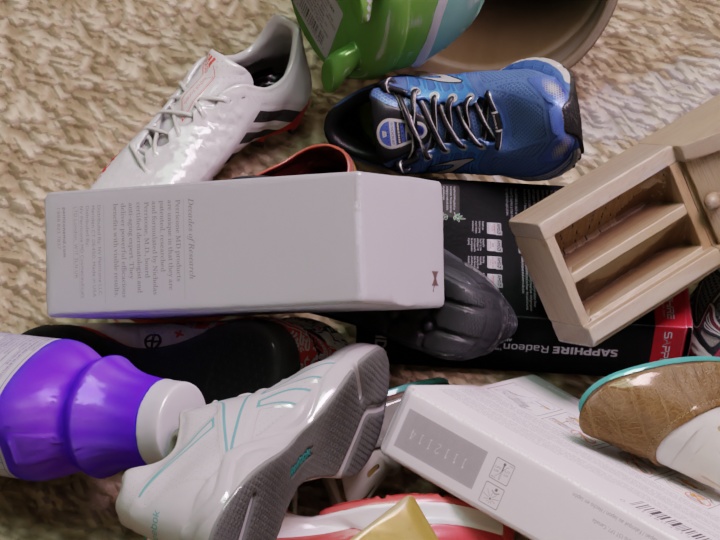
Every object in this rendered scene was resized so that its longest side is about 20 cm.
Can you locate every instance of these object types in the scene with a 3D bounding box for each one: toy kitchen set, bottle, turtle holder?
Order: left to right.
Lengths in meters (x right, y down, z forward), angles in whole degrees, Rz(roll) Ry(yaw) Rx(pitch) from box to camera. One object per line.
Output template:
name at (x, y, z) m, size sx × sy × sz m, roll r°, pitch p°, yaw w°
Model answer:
bottle at (-0.177, 0.075, 1.232) m, size 0.199 × 0.066 × 0.084 m, roll 4°, pitch 33°, yaw 30°
turtle holder at (0.020, -0.213, 1.407) m, size 0.131 × 0.187 × 0.141 m, roll -18°, pitch 36°, yaw -25°
toy kitchen set at (0.229, 0.008, 1.253) m, size 0.180 × 0.164 × 0.200 m, roll -30°, pitch 15°, yaw -20°

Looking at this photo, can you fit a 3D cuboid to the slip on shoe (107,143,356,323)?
slip on shoe at (-0.076, -0.018, 1.382) m, size 0.199 × 0.061 × 0.074 m, roll -33°, pitch 55°, yaw -32°

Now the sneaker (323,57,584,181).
sneaker at (0.055, -0.086, 1.402) m, size 0.089 × 0.079 × 0.199 m, roll -17°, pitch 11°, yaw -41°

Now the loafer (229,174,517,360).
loafer at (0.000, 0.000, 1.303) m, size 0.200 × 0.069 × 0.070 m, roll 25°, pitch 8°, yaw 30°

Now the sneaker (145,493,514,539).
sneaker at (-0.011, 0.185, 1.184) m, size 0.198 × 0.078 × 0.116 m, roll -2°, pitch 62°, yaw -10°

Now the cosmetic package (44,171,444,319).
cosmetic package at (-0.064, -0.011, 1.235) m, size 0.199 × 0.072 × 0.101 m, roll -2°, pitch -3°, yaw 27°

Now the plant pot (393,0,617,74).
plant pot at (0.088, -0.243, 1.558) m, size 0.198 × 0.201 × 0.174 m, roll 10°, pitch 27°, yaw 6°

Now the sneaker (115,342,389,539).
sneaker at (-0.051, 0.084, 1.166) m, size 0.080 × 0.071 × 0.200 m, roll 14°, pitch 28°, yaw 27°

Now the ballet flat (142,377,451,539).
ballet flat at (-0.031, 0.114, 1.257) m, size 0.199 × 0.067 × 0.064 m, roll -14°, pitch 73°, yaw -17°

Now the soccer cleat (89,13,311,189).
soccer cleat at (-0.103, -0.093, 1.441) m, size 0.068 × 0.086 × 0.200 m, roll 31°, pitch 49°, yaw 26°

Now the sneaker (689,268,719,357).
sneaker at (0.250, -0.012, 1.389) m, size 0.080 × 0.075 × 0.201 m, roll 16°, pitch 45°, yaw 13°

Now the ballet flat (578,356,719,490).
ballet flat at (0.213, 0.088, 1.269) m, size 0.199 × 0.068 × 0.073 m, roll -1°, pitch 50°, yaw -37°

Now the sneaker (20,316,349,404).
sneaker at (-0.101, 0.062, 1.299) m, size 0.200 × 0.068 × 0.108 m, roll -6°, pitch -6°, yaw 30°

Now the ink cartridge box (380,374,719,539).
ink cartridge box at (0.134, 0.122, 1.238) m, size 0.199 × 0.045 × 0.176 m, roll 28°, pitch 11°, yaw 24°

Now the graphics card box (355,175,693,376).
graphics card box at (0.097, 0.003, 1.380) m, size 0.198 × 0.051 × 0.126 m, roll 4°, pitch 44°, yaw -2°

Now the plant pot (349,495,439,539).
plant pot at (-0.016, 0.255, 0.997) m, size 0.194 × 0.196 × 0.200 m, roll -34°, pitch 81°, yaw -29°
